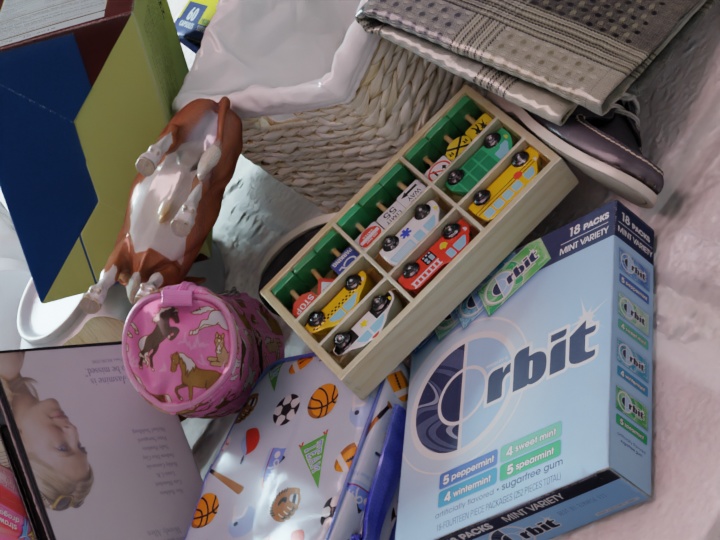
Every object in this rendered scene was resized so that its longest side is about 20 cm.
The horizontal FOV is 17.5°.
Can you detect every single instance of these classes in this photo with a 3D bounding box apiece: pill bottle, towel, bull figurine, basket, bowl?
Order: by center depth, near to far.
[{"bbox_3d":[0.130,-0.182,1.536,0.199,0.035,0.193,25,54,30],"label":"towel"},{"bbox_3d":[-0.136,-0.027,1.616,0.122,0.065,0.201,-60,-9,-62],"label":"bull figurine"},{"bbox_3d":[0.006,-0.164,1.673,0.198,0.161,0.201,-3,59,51],"label":"basket"},{"bbox_3d":[-0.205,0.035,1.832,0.201,0.090,0.202,-32,39,31],"label":"bowl"},{"bbox_3d":[-0.330,0.006,1.997,0.114,0.113,0.200,-52,32,4],"label":"pill bottle"}]

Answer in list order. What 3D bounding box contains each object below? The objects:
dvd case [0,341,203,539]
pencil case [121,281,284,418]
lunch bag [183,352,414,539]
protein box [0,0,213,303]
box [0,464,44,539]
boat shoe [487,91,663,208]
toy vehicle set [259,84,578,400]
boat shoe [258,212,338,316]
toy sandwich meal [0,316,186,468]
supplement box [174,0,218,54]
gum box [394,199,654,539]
[{"bbox_3d":[-0.167,0.140,1.566,0.018,0.142,0.201,-40,64,40],"label":"dvd case"},{"bbox_3d":[-0.105,0.055,1.598,0.083,0.087,0.200,-37,-6,5],"label":"pencil case"},{"bbox_3d":[-0.030,0.148,1.519,0.160,0.075,0.201,-10,52,45],"label":"lunch bag"},{"bbox_3d":[-0.200,-0.117,1.754,0.134,0.199,0.200,-14,24,4],"label":"protein box"},{"bbox_3d":[-0.213,0.222,1.564,0.094,0.200,0.103,-33,42,29],"label":"box"},{"bbox_3d":[0.147,-0.101,1.517,0.063,0.073,0.200,-53,30,5],"label":"boat shoe"},{"bbox_3d":[0.036,-0.021,1.525,0.200,0.027,0.124,-45,39,-2],"label":"toy vehicle set"},{"bbox_3d":[0.000,0.000,1.615,0.199,0.072,0.068,-18,47,39],"label":"boat shoe"},{"bbox_3d":[-0.215,0.120,1.675,0.204,0.071,0.206,-10,37,8],"label":"toy sandwich meal"},{"bbox_3d":[-0.039,-0.235,1.844,0.201,0.109,0.109,-58,33,-6],"label":"supplement box"},{"bbox_3d":[0.102,0.075,1.439,0.170,0.044,0.201,-28,41,35],"label":"gum box"}]
